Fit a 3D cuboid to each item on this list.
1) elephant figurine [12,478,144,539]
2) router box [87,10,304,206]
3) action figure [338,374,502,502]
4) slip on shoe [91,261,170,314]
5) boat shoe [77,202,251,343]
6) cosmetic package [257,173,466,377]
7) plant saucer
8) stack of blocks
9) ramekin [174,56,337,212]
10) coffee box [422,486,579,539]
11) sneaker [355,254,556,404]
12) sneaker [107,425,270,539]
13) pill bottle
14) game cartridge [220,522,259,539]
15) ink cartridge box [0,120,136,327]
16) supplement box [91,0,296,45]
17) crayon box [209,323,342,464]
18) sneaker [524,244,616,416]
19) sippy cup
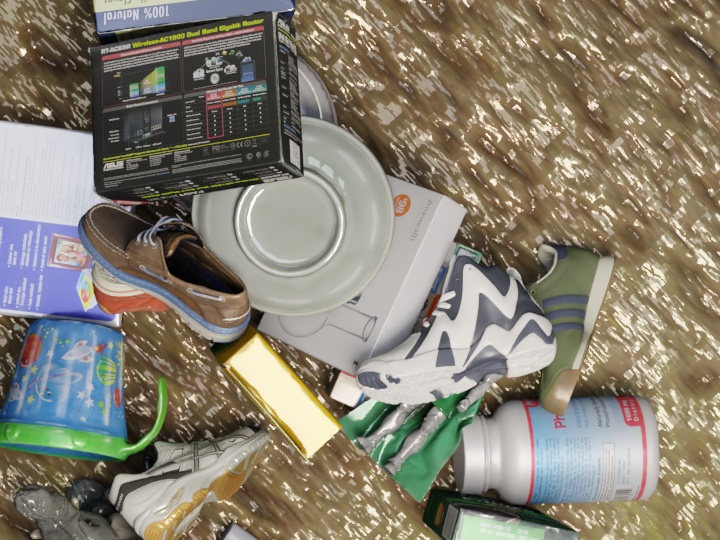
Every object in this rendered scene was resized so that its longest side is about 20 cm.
[{"bbox_3d":[-0.263,0.279,1.570,0.155,0.200,0.142,11,88,-5],"label":"elephant figurine"},{"bbox_3d":[-0.157,-0.151,1.530,0.200,0.062,0.150,-8,77,18],"label":"router box"},{"bbox_3d":[0.084,0.119,1.618,0.118,0.055,0.200,42,80,14],"label":"action figure"},{"bbox_3d":[-0.180,0.004,1.638,0.200,0.061,0.074,-11,53,-28],"label":"slip on shoe"},{"bbox_3d":[-0.185,-0.015,1.559,0.200,0.072,0.072,32,46,10],"label":"boat shoe"},{"bbox_3d":[0.000,0.000,1.630,0.151,0.052,0.200,22,86,37],"label":"cosmetic package"},{"bbox_3d":[-0.067,-0.049,1.557,0.200,0.050,0.200,0,101,2],"label":"plant saucer"},{"bbox_3d":[0.057,0.062,1.674,0.115,0.059,0.200,24,87,-5],"label":"stack of blocks"},{"bbox_3d":[-0.118,-0.142,1.636,0.200,0.105,0.200,0,90,-6],"label":"ramekin"},{"bbox_3d":[0.136,0.256,1.610,0.123,0.200,0.044,12,87,-4],"label":"coffee box"},{"bbox_3d":[0.081,0.049,1.578,0.199,0.079,0.130,-16,62,-3],"label":"sneaker"},{"bbox_3d":[-0.169,0.192,1.605,0.088,0.200,0.076,36,124,16],"label":"sneaker"},{"bbox_3d":[0.200,0.186,1.662,0.200,0.109,0.109,-1,90,-6],"label":"pill bottle"},{"bbox_3d":[-0.137,0.379,1.666,0.133,0.041,0.200,36,86,-8],"label":"game cartridge"},{"bbox_3d":[-0.332,-0.051,1.647,0.200,0.047,0.198,7,91,-4],"label":"ink cartridge box"},{"bbox_3d":[-0.177,-0.336,1.617,0.200,0.134,0.200,-8,90,-6],"label":"supplement box"},{"bbox_3d":[-0.084,0.117,1.585,0.051,0.200,0.127,-41,99,-5],"label":"crayon box"},{"bbox_3d":[0.196,0.054,1.660,0.090,0.067,0.200,20,57,6],"label":"sneaker"},{"bbox_3d":[-0.292,0.118,1.612,0.178,0.140,0.130,14,77,-31],"label":"sippy cup"}]
